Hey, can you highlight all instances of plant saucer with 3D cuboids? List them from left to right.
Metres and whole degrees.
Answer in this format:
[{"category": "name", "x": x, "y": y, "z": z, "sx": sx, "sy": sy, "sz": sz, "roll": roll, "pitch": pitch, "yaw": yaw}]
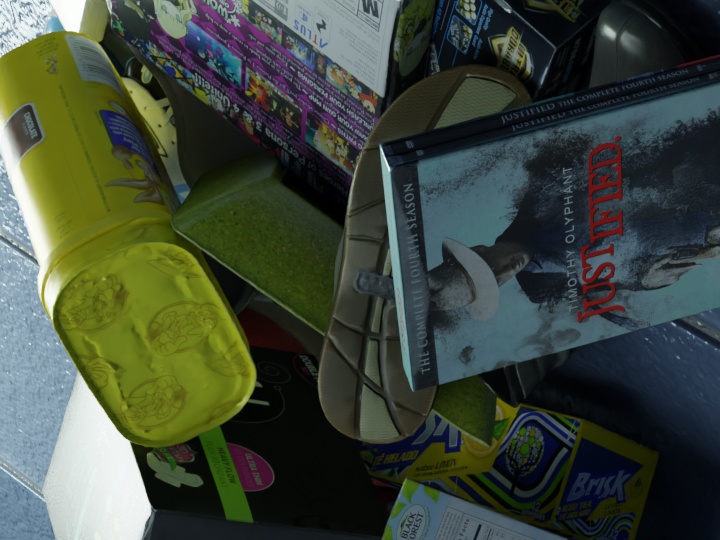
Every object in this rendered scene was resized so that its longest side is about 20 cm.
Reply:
[{"category": "plant saucer", "x": 0.000, "y": 0.000, "z": 1.398, "sx": 0.199, "sy": 0.048, "sz": 0.200, "roll": 36, "pitch": -172, "yaw": -4}]

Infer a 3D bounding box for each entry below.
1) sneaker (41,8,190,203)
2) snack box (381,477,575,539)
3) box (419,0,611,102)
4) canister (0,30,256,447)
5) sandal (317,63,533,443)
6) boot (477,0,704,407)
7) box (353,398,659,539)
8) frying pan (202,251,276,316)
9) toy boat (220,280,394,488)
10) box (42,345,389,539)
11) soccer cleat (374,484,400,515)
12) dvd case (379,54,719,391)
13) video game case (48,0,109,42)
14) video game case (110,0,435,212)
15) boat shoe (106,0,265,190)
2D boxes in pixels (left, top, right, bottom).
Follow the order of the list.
[{"category": "sneaker", "x": -0.116, "y": -0.089, "z": 1.560, "sx": 0.200, "sy": 0.072, "sz": 0.073, "roll": 45, "pitch": 145, "yaw": 7}, {"category": "snack box", "x": 0.097, "y": 0.173, "z": 1.432, "sx": 0.141, "sy": 0.053, "sz": 0.200, "roll": 20, "pitch": 171, "yaw": 16}, {"category": "box", "x": 0.036, "y": -0.114, "z": 1.318, "sx": 0.159, "sy": 0.046, "sz": 0.200, "roll": 43, "pitch": 151, "yaw": 17}, {"category": "canister", "x": -0.137, "y": -0.022, "z": 1.431, "sx": 0.149, "sy": 0.086, "sz": 0.200, "roll": 64, "pitch": 180, "yaw": -44}, {"category": "sandal", "x": 0.029, "y": -0.011, "z": 1.275, "sx": 0.080, "sy": 0.054, "sz": 0.201, "roll": 18, "pitch": 111, "yaw": 3}, {"category": "boot", "x": 0.103, "y": -0.025, "z": 1.225, "sx": 0.068, "sy": 0.130, "sz": 0.201, "roll": 40, "pitch": 151, "yaw": 36}, {"category": "box", "x": 0.072, "y": 0.106, "z": 1.484, "sx": 0.070, "sy": 0.065, "sz": 0.199, "roll": 24, "pitch": 172, "yaw": -38}, {"category": "frying pan", "x": -0.073, "y": -0.006, "z": 1.601, "sx": 0.189, "sy": 0.116, "sz": 0.031, "roll": -8, "pitch": 144, "yaw": 8}, {"category": "toy boat", "x": -0.071, "y": 0.105, "z": 1.654, "sx": 0.201, "sy": 0.131, "sz": 0.130, "roll": 57, "pitch": 152, "yaw": -11}, {"category": "box", "x": -0.086, "y": 0.139, "z": 1.489, "sx": 0.200, "sy": 0.148, "sz": 0.125, "roll": -119, "pitch": 43, "yaw": -57}, {"category": "soccer cleat", "x": 0.026, "y": 0.176, "z": 1.602, "sx": 0.085, "sy": 0.069, "sz": 0.200, "roll": 29, "pitch": 175, "yaw": 40}, {"category": "dvd case", "x": 0.110, "y": -0.024, "z": 1.168, "sx": 0.147, "sy": 0.199, "sz": 0.022, "roll": 84, "pitch": 169, "yaw": -45}, {"category": "video game case", "x": -0.182, "y": -0.251, "z": 1.473, "sx": 0.183, "sy": 0.022, "sz": 0.200, "roll": 59, "pitch": 155, "yaw": 18}, {"category": "video game case", "x": -0.050, "y": -0.138, "z": 1.327, "sx": 0.200, "sy": 0.036, "sz": 0.182, "roll": 38, "pitch": 148, "yaw": 22}, {"category": "boat shoe", "x": -0.080, "y": -0.104, "z": 1.496, "sx": 0.071, "sy": 0.060, "sz": 0.201, "roll": -15, "pitch": 117, "yaw": 25}]
